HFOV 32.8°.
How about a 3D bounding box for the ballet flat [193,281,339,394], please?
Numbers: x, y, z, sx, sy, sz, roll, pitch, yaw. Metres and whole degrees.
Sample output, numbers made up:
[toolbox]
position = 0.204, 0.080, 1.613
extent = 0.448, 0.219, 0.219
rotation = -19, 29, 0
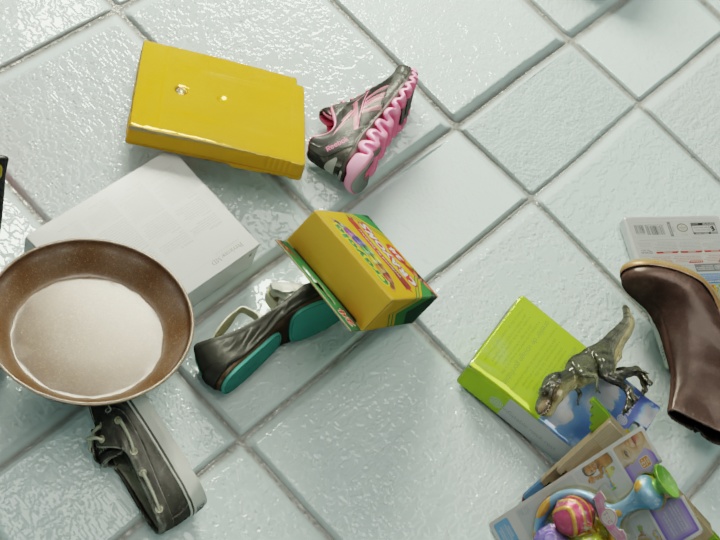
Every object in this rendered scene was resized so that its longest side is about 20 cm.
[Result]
[ballet flat]
position = -0.092, 0.052, 1.288
extent = 0.199, 0.068, 0.068
rotation = -31, 65, -31

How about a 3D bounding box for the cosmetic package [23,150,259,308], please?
[cosmetic package]
position = -0.229, -0.020, 1.291
extent = 0.199, 0.052, 0.151
rotation = -36, 75, -32

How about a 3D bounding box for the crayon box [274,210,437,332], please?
[crayon box]
position = 0.000, 0.000, 1.284
extent = 0.127, 0.051, 0.200
rotation = 49, 15, 12

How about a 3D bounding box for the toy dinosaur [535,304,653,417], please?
[toy dinosaur]
position = 0.273, 0.109, 1.335
extent = 0.088, 0.048, 0.199
rotation = 42, 51, 16

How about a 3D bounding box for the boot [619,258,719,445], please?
[boot]
position = 0.370, 0.090, 1.393
extent = 0.199, 0.072, 0.167
rotation = 30, 53, -6

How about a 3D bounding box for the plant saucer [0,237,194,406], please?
[plant saucer]
position = -0.260, 0.055, 1.170
extent = 0.198, 0.037, 0.202
rotation = 9, 47, -9

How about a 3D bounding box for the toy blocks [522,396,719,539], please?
[toy blocks]
position = 0.259, 0.253, 1.256
extent = 0.137, 0.100, 0.200
rotation = -44, 83, 10

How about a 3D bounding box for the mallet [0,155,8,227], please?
[mallet]
position = -0.352, -0.009, 1.190
extent = 0.065, 0.041, 0.202
rotation = 13, 95, -19

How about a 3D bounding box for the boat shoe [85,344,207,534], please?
[boat shoe]
position = -0.228, 0.159, 1.175
extent = 0.063, 0.071, 0.201
rotation = -30, 76, -32

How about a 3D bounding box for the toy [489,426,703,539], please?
[toy]
position = 0.221, 0.254, 1.202
extent = 0.047, 0.199, 0.116
rotation = 10, 47, -59

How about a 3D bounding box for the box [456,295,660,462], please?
[box]
position = 0.220, 0.136, 1.353
extent = 0.199, 0.048, 0.122
rotation = 39, 57, 5

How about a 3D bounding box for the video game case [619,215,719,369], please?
[video game case]
position = 0.408, 0.023, 1.501
extent = 0.142, 0.018, 0.202
rotation = -1, 62, -20

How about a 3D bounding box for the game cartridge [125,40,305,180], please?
[game cartridge]
position = -0.161, -0.183, 1.394
extent = 0.198, 0.033, 0.177
rotation = 13, 40, -14

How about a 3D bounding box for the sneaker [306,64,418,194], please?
[sneaker]
position = 0.001, -0.185, 1.459
extent = 0.095, 0.079, 0.201
rotation = 25, 54, 11
